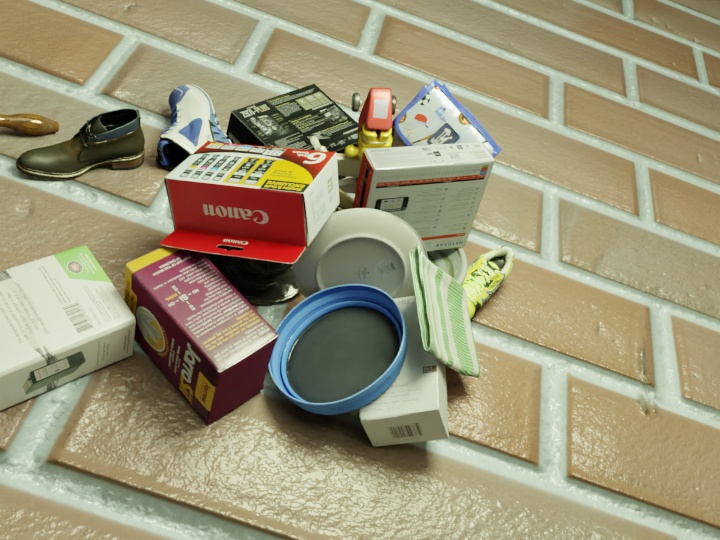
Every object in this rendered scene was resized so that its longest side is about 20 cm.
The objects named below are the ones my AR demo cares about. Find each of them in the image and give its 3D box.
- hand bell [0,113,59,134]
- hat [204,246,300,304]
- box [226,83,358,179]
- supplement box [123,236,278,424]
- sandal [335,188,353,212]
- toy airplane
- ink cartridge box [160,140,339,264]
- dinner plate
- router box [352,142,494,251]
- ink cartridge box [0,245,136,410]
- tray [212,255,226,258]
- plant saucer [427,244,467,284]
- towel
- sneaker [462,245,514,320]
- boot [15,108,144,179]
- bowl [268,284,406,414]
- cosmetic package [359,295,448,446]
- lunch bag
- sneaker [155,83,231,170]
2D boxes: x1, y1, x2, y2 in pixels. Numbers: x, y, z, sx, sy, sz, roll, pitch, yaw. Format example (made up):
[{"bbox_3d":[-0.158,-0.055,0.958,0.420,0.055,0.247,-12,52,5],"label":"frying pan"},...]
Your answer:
[{"bbox_3d":[-0.575,-0.237,1.202,0.199,0.104,0.105,0,49,-38],"label":"hand bell"},{"bbox_3d":[-0.139,-0.052,1.140,0.199,0.081,0.202,3,80,-19],"label":"hat"},{"bbox_3d":[-0.111,-0.226,1.358,0.164,0.086,0.199,44,49,19],"label":"box"},{"bbox_3d":[-0.216,0.077,1.016,0.200,0.131,0.103,43,49,20],"label":"supplement box"},{"bbox_3d":[-0.095,-0.119,1.238,0.199,0.081,0.054,18,24,0],"label":"sandal"},{"bbox_3d":[0.017,-0.170,1.238,0.199,0.199,0.142,44,23,-32],"label":"toy airplane"},{"bbox_3d":[-0.149,-0.096,1.029,0.198,0.084,0.176,7,33,15],"label":"ink cartridge box"},{"bbox_3d":[0.000,0.000,1.120,0.199,0.201,0.024,11,35,-12],"label":"dinner plate"},{"bbox_3d":[0.088,-0.107,1.191,0.199,0.180,0.049,-7,47,-20],"label":"router box"},{"bbox_3d":[-0.411,0.071,0.976,0.199,0.084,0.146,-23,61,-36],"label":"ink cartridge box"},{"bbox_3d":[-0.148,-0.056,1.227,0.199,0.037,0.099,-4,52,-24],"label":"tray"},{"bbox_3d":[0.073,-0.011,1.255,0.198,0.050,0.201,6,44,-6],"label":"plant saucer"},{"bbox_3d":[0.122,0.064,1.087,0.023,0.200,0.154,-16,64,21],"label":"towel"},{"bbox_3d":[0.185,0.020,1.262,0.075,0.077,0.200,37,48,11],"label":"sneaker"},{"bbox_3d":[-0.434,-0.205,1.203,0.199,0.097,0.075,-15,56,-32],"label":"boot"},{"bbox_3d":[-0.029,0.107,1.060,0.199,0.039,0.202,-12,46,13],"label":"bowl"},{"bbox_3d":[0.062,0.136,1.080,0.112,0.081,0.201,-10,48,11],"label":"cosmetic package"},{"bbox_3d":[0.125,-0.210,1.332,0.170,0.200,0.124,46,48,-4],"label":"lunch bag"},{"bbox_3d":[-0.297,-0.231,1.293,0.115,0.081,0.200,-13,58,-33],"label":"sneaker"}]
